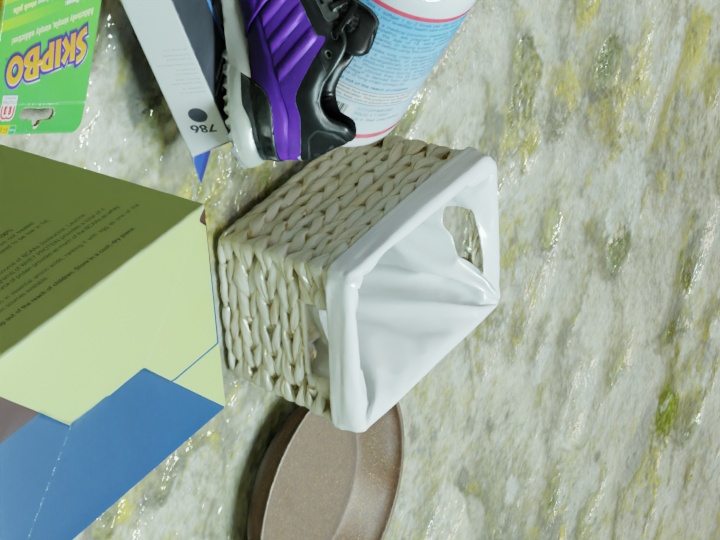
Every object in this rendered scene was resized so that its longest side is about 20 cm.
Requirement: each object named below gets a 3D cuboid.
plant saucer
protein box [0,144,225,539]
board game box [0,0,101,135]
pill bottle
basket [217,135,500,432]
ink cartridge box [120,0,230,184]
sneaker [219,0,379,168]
[{"bbox_3d":[-0.032,0.171,1.838,0.200,0.036,0.202,-33,130,-49],"label":"plant saucer"},{"bbox_3d":[-0.213,0.041,1.295,0.198,0.199,0.136,-40,136,-45],"label":"protein box"},{"bbox_3d":[-0.185,-0.180,1.411,0.095,0.030,0.202,-8,108,-60],"label":"board game box"},{"bbox_3d":[0.016,-0.183,1.592,0.109,0.109,0.200,-39,168,-46],"label":"pill bottle"},{"bbox_3d":[0.000,0.000,1.721,0.200,0.123,0.136,-40,137,-44],"label":"basket"},{"bbox_3d":[-0.105,-0.156,1.522,0.201,0.039,0.100,70,25,-48],"label":"ink cartridge box"},{"bbox_3d":[-0.037,-0.168,1.507,0.070,0.099,0.202,-36,123,-72],"label":"sneaker"}]
